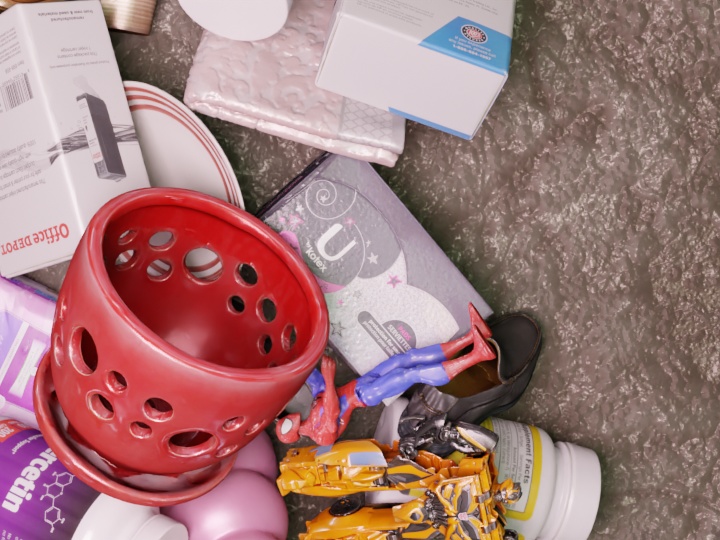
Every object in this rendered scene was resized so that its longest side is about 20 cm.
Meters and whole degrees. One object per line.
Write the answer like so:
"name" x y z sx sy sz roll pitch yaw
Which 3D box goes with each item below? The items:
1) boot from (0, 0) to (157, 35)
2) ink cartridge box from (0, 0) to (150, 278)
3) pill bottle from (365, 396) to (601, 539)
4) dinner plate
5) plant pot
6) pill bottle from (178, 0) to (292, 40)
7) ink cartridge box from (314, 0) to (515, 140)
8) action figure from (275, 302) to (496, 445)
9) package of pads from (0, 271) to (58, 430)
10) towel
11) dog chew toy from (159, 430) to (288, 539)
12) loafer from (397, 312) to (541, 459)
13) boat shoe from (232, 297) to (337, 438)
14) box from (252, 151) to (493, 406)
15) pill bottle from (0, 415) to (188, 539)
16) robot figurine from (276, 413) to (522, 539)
"boot" -0.267 -0.296 1.015 0.198 0.074 0.157 5 95 -19
"ink cartridge box" -0.262 -0.107 0.980 0.083 0.144 0.202 -17 93 -45
"pill bottle" 0.112 0.191 1.073 0.198 0.114 0.115 14 93 -7
"dinner plate" -0.169 -0.069 1.007 0.024 0.199 0.201 -34 100 -45
"plant pot" -0.149 0.064 0.907 0.199 0.201 0.183 31 125 -8
"pill bottle" -0.083 -0.299 0.971 0.112 0.114 0.202 18 60 -8
"ink cartridge box" 0.053 -0.227 0.995 0.144 0.084 0.201 17 50 -8
"action figure" 0.001 0.074 0.961 0.199 0.065 0.099 -32 108 13
"package of pads" -0.292 0.079 1.038 0.199 0.076 0.121 27 95 -8
"towel" -0.042 -0.191 1.008 0.189 0.032 0.201 16 52 -8
"dog chew toy" -0.117 0.211 1.006 0.123 0.201 0.125 -14 134 -16
"loafer" 0.111 0.089 1.038 0.072 0.200 0.073 33 134 15
"boat shoe" -0.094 0.084 1.061 0.199 0.073 0.075 34 90 -8
"box" 0.000 0.000 1.044 0.132 0.115 0.200 -41 97 -2
"pill bottle" -0.244 0.203 0.949 0.198 0.112 0.114 20 92 19
"robot figurine" 0.036 0.195 0.973 0.198 0.058 0.146 -7 109 20
